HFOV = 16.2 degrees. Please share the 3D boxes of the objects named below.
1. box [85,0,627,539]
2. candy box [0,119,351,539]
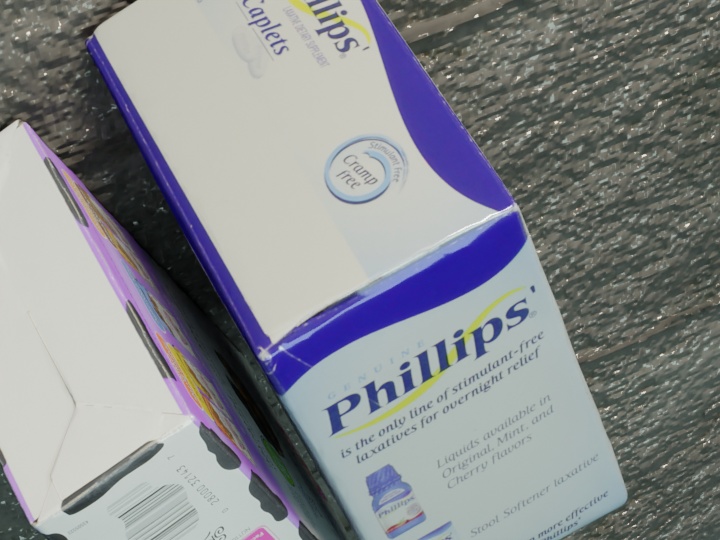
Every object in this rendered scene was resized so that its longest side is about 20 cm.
[{"bbox_3d":[0.000,0.000,0.963,0.105,0.184,0.200,-29,140,-3],"label":"box"},{"bbox_3d":[-0.081,0.064,0.983,0.071,0.168,0.200,-35,141,2],"label":"candy box"}]
